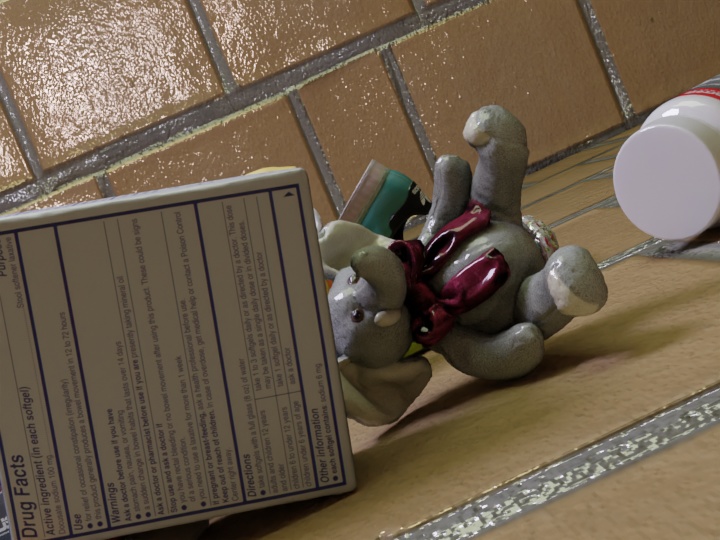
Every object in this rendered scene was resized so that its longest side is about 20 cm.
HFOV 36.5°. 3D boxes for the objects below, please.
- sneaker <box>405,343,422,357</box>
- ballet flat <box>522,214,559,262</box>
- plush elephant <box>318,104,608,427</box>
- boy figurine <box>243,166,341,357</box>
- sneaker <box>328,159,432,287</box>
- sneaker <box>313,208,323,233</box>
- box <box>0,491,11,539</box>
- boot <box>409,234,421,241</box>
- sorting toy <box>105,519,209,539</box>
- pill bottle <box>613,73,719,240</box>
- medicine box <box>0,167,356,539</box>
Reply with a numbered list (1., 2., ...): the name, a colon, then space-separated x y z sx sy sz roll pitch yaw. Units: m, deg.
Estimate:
1. sneaker: 0.053 0.039 1.009 0.198 0.075 0.084 -26 -16 -29
2. ballet flat: 0.158 -0.023 1.088 0.063 0.077 0.200 -17 4 -18
3. plush elephant: 0.042 0.011 0.727 0.153 0.166 0.201 -11 -29 -17
4. boy figurine: -0.043 0.010 0.901 0.064 0.202 0.124 -24 1 -2
5. sneaker: 0.000 0.000 1.027 0.202 0.079 0.071 -62 -1 25
6. sneaker: -0.093 0.042 1.075 0.201 0.072 0.115 -54 -14 -24
7. box: -0.168 0.148 0.780 0.198 0.050 0.161 -24 -4 -1
8. boot: 0.050 0.012 1.215 0.153 0.074 0.203 -29 -5 -43
9. sorting toy: -0.201 0.192 0.619 0.198 0.037 0.185 -23 4 12
10. pill bottle: 0.306 -0.104 0.940 0.113 0.115 0.199 -20 6 45
11. medicine box: -0.115 0.046 0.640 0.197 0.185 0.103 -9 6 -6
